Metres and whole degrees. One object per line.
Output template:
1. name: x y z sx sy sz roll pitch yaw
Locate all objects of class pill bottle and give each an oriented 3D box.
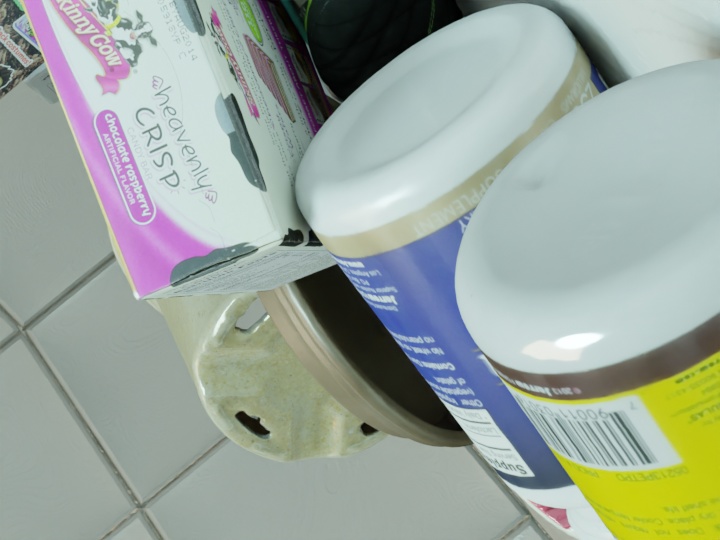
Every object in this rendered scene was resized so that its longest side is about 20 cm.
1. pill bottle: 0.075 0.013 0.726 0.200 0.116 0.116 52 177 -22
2. pill bottle: 0.118 0.047 0.557 0.200 0.109 0.109 53 176 -29

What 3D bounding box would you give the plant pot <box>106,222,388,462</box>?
1. plant pot: -0.040 0.004 1.126 0.201 0.200 0.184 53 -170 -32

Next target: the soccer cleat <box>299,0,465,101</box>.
1. soccer cleat: 0.038 -0.073 0.832 0.081 0.068 0.200 39 177 29

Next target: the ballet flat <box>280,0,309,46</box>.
1. ballet flat: -0.023 -0.148 0.790 0.200 0.062 0.068 47 -157 -63

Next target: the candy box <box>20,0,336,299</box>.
1. candy box: -0.058 -0.062 0.771 0.200 0.061 0.137 3 -115 -80

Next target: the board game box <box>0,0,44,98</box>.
1. board game box: -0.148 -0.192 0.821 0.160 0.200 0.097 49 178 26

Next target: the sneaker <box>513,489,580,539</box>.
1. sneaker: 0.083 0.050 0.879 0.075 0.081 0.200 48 -177 -47

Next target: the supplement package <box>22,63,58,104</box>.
1. supplement package: -0.149 -0.210 0.955 0.201 0.155 0.111 55 178 -2

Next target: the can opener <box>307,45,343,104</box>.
1. can opener: -0.053 -0.153 1.069 0.200 0.066 0.053 51 178 27

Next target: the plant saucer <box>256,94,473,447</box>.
1. plant saucer: 0.000 0.000 0.962 0.200 0.029 0.201 43 -152 -30
